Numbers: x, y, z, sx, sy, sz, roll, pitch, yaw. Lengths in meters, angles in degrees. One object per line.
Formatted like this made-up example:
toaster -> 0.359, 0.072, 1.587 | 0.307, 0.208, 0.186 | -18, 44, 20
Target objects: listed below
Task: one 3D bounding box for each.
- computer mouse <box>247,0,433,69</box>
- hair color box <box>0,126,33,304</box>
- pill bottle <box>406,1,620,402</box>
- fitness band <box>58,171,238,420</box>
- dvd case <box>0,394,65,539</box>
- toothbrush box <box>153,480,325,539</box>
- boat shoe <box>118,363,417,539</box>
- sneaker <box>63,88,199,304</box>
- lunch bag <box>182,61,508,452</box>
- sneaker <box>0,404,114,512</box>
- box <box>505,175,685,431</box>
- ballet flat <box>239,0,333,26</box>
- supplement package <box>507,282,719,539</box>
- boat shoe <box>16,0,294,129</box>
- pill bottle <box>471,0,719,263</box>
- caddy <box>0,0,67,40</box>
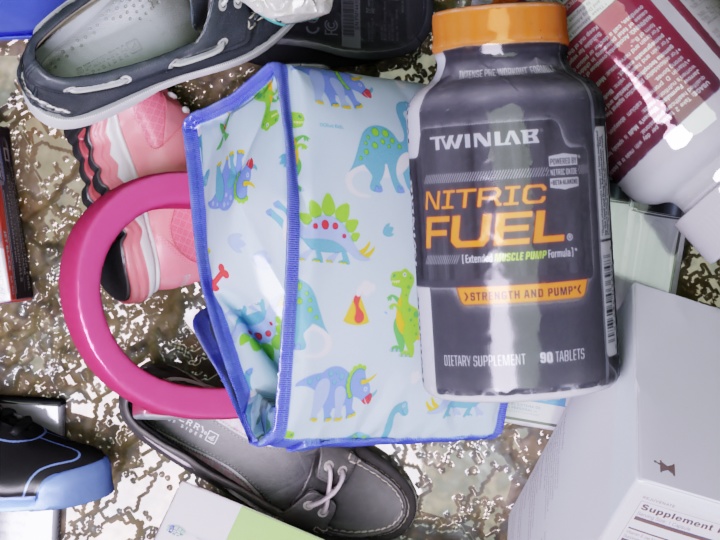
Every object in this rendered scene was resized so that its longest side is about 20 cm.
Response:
computer mouse -> -0.059, -0.184, 1.077 | 0.198, 0.046, 0.142 | -3, 73, -10
hair color box -> -0.310, -0.022, 1.084 | 0.198, 0.064, 0.112 | -8, 91, 1
pill bottle -> 0.078, -0.037, 0.922 | 0.105, 0.106, 0.202 | -4, 93, 2
fitness band -> -0.082, 0.015, 1.037 | 0.199, 0.037, 0.145 | 1, 85, -34
dvd case -> -0.260, 0.177, 1.111 | 0.141, 0.018, 0.202 | 3, 92, 1
toothbrush box -> -0.040, 0.232, 1.030 | 0.199, 0.086, 0.147 | 20, 74, 15
boat shoe -> -0.059, 0.117, 1.082 | 0.199, 0.057, 0.067 | 25, 93, 1
sneaker -> -0.132, -0.082, 1.083 | 0.086, 0.074, 0.202 | -9, 84, -28
lunch bag -> 0.000, 0.000, 0.998 | 0.169, 0.127, 0.202 | 2, 73, -36
sneaker -> -0.246, 0.097, 1.065 | 0.198, 0.070, 0.079 | 4, 98, 3
box -> 0.132, -0.004, 1.069 | 0.116, 0.060, 0.202 | 10, 92, 1
ballet flat -> -0.080, -0.225, 0.973 | 0.072, 0.072, 0.201 | -37, 85, 3
supplement package -> 0.181, 0.145, 0.975 | 0.149, 0.152, 0.201 | 17, 130, -6
boat shoe -> -0.101, -0.146, 1.002 | 0.199, 0.060, 0.076 | -36, 82, -16
pill bottle -> 0.163, -0.108, 0.981 | 0.109, 0.110, 0.200 | -40, 85, 3
caddy -> -0.230, -0.210, 1.047 | 0.198, 0.105, 0.143 | 0, 84, 23
